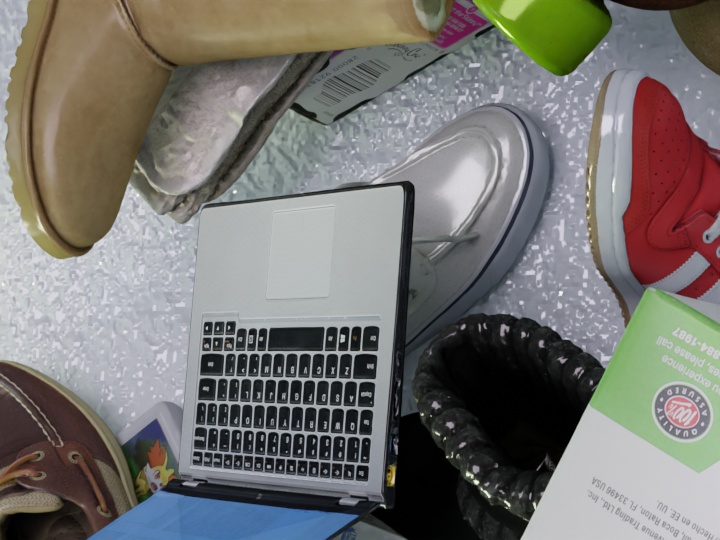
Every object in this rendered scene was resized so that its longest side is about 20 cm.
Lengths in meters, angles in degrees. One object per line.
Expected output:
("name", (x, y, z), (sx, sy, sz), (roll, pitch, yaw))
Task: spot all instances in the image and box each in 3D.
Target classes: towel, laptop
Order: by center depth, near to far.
("laptop", (-0.077, 0.062, 0.985), (0.187, 0.115, 0.202), (-3, 81, 60))
("towel", (-0.065, -0.134, 1.114), (0.132, 0.034, 0.200), (43, 103, 29))

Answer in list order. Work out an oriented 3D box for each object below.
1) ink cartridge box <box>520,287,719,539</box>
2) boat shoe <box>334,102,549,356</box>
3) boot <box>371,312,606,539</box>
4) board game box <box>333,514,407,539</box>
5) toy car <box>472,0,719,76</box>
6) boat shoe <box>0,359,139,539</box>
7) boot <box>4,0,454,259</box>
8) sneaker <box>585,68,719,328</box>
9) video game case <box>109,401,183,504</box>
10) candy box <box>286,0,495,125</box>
("ink cartridge box", (0.126, 0.129, 0.816), (0.145, 0.084, 0.201), (31, 101, 30))
("boat shoe", (-0.003, -0.003, 1.085), (0.202, 0.086, 0.075), (-44, 61, 15))
("boot", (0.051, 0.077, 0.982), (0.210, 0.158, 0.080), (10, 68, 38))
("board game box", (-0.049, 0.190, 1.024), (0.201, 0.034, 0.134), (-68, 17, -1))
("toy car", (0.166, -0.122, 0.975), (0.200, 0.158, 0.164), (38, 104, -14))
("boat shoe", (-0.148, 0.114, 1.125), (0.072, 0.072, 0.200), (-44, 60, 13))
("boot", (-0.056, -0.100, 1.044), (0.199, 0.066, 0.177), (-5, 76, 28))
("sneaker", (0.157, 0.000, 0.940), (0.112, 0.201, 0.072), (5, 51, 26))
("video game case", (-0.116, 0.195, 1.142), (0.182, 0.022, 0.201), (-38, 61, 17))
("candy box", (0.029, -0.177, 1.123), (0.199, 0.061, 0.137), (-29, 66, 23))
